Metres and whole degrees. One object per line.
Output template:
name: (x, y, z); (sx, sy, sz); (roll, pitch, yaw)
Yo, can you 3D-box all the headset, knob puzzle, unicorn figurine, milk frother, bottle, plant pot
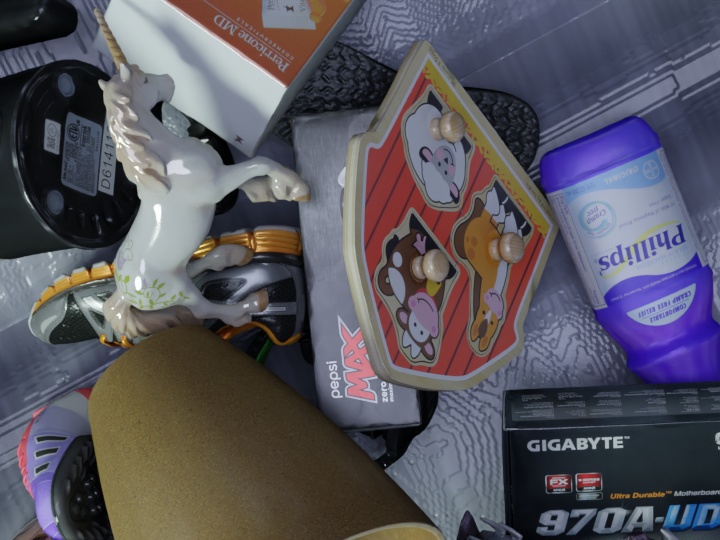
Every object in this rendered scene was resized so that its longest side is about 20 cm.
headset: (0.011, 0.056, 1.663); (0.200, 0.094, 0.124); (-40, 85, 19)
knob puzzle: (0.056, -0.014, 1.564); (0.030, 0.219, 0.222); (-7, 95, 39)
unicorn figurine: (-0.106, -0.043, 1.523); (0.136, 0.074, 0.202); (7, 103, -30)
milk frother: (-0.207, -0.062, 1.631); (0.187, 0.200, 0.182); (-9, 52, 38)
bottle: (0.186, 0.004, 1.642); (0.083, 0.065, 0.201); (-22, 93, 0)
plant pot: (-0.078, 0.136, 1.514); (0.186, 0.186, 0.201); (-38, 64, 5)

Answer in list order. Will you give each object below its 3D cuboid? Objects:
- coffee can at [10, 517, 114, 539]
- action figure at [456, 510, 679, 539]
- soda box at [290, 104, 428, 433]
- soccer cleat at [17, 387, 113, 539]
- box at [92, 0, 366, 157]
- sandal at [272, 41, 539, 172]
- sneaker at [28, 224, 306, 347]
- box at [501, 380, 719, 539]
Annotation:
coffee can: (-0.186, 0.236, 1.610); (0.145, 0.200, 0.148); (0, 94, 3)
action figure: (0.144, 0.213, 1.563); (0.198, 0.130, 0.070); (17, 135, 16)
soda box: (0.000, 0.000, 1.587); (0.070, 0.063, 0.202); (-6, 88, 5)
soccer cleat: (-0.188, 0.127, 1.604); (0.073, 0.200, 0.069); (-9, 107, 7)
box: (-0.057, -0.194, 1.577); (0.124, 0.098, 0.201); (34, 61, -1)
sandal: (0.018, -0.101, 1.658); (0.199, 0.048, 0.076); (15, 94, -11)
sneaker: (-0.125, 0.025, 1.635); (0.198, 0.078, 0.078); (-13, 87, 22)
box: (0.192, 0.149, 1.630); (0.198, 0.046, 0.160); (-2, 122, 3)
